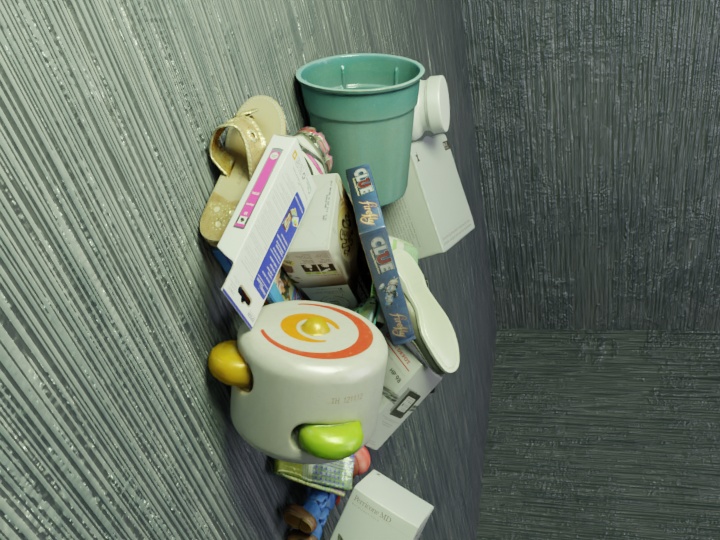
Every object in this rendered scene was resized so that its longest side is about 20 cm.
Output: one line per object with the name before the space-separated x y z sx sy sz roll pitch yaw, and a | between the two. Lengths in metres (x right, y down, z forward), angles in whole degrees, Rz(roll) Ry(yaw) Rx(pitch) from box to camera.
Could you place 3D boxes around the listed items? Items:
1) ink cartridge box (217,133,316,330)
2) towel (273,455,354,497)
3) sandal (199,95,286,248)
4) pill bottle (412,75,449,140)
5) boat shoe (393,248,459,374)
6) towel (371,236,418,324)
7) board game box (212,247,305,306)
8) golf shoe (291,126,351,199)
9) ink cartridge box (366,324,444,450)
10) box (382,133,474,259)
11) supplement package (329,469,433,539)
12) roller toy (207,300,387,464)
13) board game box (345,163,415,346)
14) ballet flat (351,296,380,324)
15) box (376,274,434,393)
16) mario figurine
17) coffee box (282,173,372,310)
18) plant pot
ink cartridge box | -0.109 -0.045 0.772 0.095 0.036 0.203 68 37 -58
towel | -0.057 0.211 1.001 0.142 0.023 0.204 28 55 -32
sandal | -0.140 -0.135 0.782 0.070 0.076 0.216 68 31 -61
pill bottle | 0.053 -0.284 1.209 0.115 0.196 0.119 -1 90 -73
boat shoe | 0.084 0.069 1.046 0.071 0.060 0.205 -10 68 -47
towel | 0.000 0.000 1.090 0.023 0.196 0.156 -39 -142 57
board game box | -0.117 -0.025 0.901 0.201 0.044 0.154 67 27 -50
golf shoe | -0.063 -0.104 1.017 0.092 0.072 0.203 -48 117 -46
ink cartridge box | 0.047 0.168 1.093 0.066 0.201 0.116 34 10 -43
box | 0.103 -0.135 1.294 0.198 0.129 0.204 -31 103 -59
supplement package | 0.013 0.436 1.058 0.203 0.115 0.117 -66 163 5
roller toy | -0.063 0.121 0.814 0.182 0.196 0.143 -34 137 -61
board game box | 0.027 -0.018 0.907 0.137 0.034 0.202 -102 176 -48
ballet flat | -0.034 0.122 0.935 0.204 0.073 0.074 -70 167 14
box | 0.047 0.107 1.210 0.124 0.145 0.205 -110 -166 -77
mario figurine | -0.064 0.321 1.046 0.124 0.106 0.200 -51 179 38
coffee box | -0.044 -0.024 0.934 0.201 0.078 0.115 63 29 -56
plant pot | 0.004 -0.219 1.090 0.201 0.196 0.200 -64 155 -55
